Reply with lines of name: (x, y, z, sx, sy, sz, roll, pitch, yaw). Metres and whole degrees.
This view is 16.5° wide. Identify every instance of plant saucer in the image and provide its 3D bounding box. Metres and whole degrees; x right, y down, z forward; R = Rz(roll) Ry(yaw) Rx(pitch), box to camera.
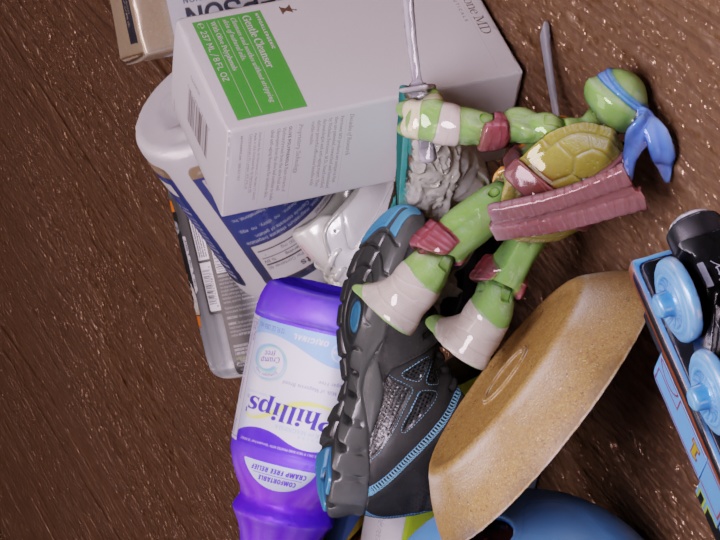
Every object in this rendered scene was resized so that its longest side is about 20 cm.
plant saucer: (0.097, 0.070, 1.443, 0.035, 0.200, 0.200, 38, 161, -5)

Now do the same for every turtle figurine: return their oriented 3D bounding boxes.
turtle figurine: (0.073, -0.057, 1.450, 0.200, 0.194, 0.144, 37, -171, 16)

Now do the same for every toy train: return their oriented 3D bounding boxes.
toy train: (0.203, 0.068, 1.285, 0.114, 0.086, 0.200, 101, 150, -63)

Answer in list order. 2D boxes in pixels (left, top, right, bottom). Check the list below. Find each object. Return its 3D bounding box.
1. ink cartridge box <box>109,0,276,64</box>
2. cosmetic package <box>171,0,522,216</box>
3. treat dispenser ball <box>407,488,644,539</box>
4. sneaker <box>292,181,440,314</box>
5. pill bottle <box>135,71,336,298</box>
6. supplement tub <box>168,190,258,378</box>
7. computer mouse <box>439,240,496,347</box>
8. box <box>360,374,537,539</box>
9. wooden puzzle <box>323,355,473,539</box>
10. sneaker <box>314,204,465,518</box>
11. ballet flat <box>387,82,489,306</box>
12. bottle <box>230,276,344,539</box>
ink cartridge box: (-0.080, -0.242, 1.699, 0.075, 0.199, 0.165, -178, 74, -72)
cosmetic package: (-0.010, -0.115, 1.587, 0.085, 0.199, 0.108, 98, 152, -49)
treat dispenser ball: (0.101, 0.234, 1.514, 0.201, 0.200, 0.202, 166, 90, -72)
sneaker: (0.000, 0.000, 1.664, 0.078, 0.099, 0.201, 159, 114, -69)
pill bottle: (-0.062, -0.051, 1.724, 0.200, 0.111, 0.111, 56, 176, -36)
supplement tub: (-0.084, -0.022, 2.000, 0.122, 0.122, 0.201, 174, 83, -72)
computer mouse: (0.059, -0.010, 1.726, 0.200, 0.046, 0.141, 137, 136, -65)
box: (0.063, 0.153, 1.690, 0.048, 0.122, 0.200, 50, 151, 29)
wooden puzzle: (0.016, 0.158, 1.745, 0.046, 0.200, 0.186, 35, 138, 21)
sneaker: (0.026, 0.057, 1.526, 0.073, 0.082, 0.201, -118, 36, -69)
ballet flat: (0.047, -0.047, 1.554, 0.200, 0.072, 0.072, 98, 152, -52)
bottle: (-0.041, 0.108, 1.592, 0.065, 0.083, 0.201, -11, -66, -73)
